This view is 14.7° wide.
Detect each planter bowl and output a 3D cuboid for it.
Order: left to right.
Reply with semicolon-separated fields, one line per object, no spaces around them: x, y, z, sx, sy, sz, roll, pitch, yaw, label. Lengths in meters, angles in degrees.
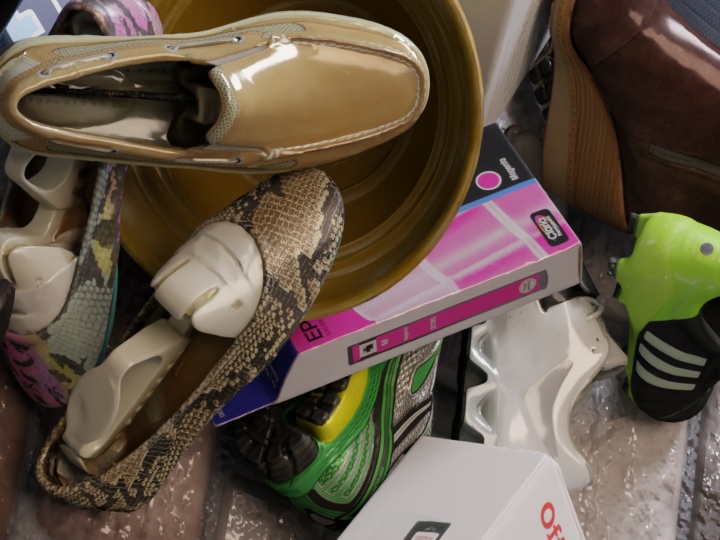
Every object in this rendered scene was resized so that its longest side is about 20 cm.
-0.031;-0.080;1.333;0.201;0.200;0.083;66;15;1;planter bowl

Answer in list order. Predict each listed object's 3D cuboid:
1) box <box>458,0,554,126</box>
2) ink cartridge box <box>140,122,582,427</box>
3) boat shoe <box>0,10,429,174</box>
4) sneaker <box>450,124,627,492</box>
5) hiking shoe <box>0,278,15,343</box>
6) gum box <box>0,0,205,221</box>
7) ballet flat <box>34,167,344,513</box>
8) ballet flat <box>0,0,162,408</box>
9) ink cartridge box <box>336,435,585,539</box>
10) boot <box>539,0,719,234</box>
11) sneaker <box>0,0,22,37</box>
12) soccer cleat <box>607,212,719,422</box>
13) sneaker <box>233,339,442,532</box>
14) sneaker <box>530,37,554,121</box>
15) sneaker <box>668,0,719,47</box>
0.065;-0.189;1.464;0.106;0.152;0.200;26;54;10;box
0.000;0.000;1.367;0.200;0.037;0.095;-23;52;-13;ink cartridge box
-0.061;-0.072;1.224;0.199;0.076;0.072;-7;100;-12;boat shoe
0.096;0.024;1.468;0.088;0.074;0.201;5;77;-1;sneaker
-0.247;0.053;1.227;0.101;0.076;0.200;39;60;12;hiking shoe
-0.123;-0.139;1.393;0.170;0.045;0.200;-34;97;-39;gum box
-0.083;0.035;1.273;0.068;0.200;0.075;49;24;27;ballet flat
-0.142;-0.034;1.285;0.071;0.069;0.201;-2;109;-60;ballet flat
0.031;0.198;1.339;0.200;0.084;0.146;-48;130;-39;ink cartridge box
0.182;-0.101;1.453;0.166;0.200;0.072;16;35;15;boot
-0.214;-0.094;1.228;0.078;0.200;0.089;35;17;-27;sneaker
0.180;0.035;1.484;0.068;0.081;0.200;-64;160;-20;soccer cleat
0.006;0.046;1.419;0.085;0.078;0.200;55;49;-32;sneaker
0.167;-0.074;1.572;0.200;0.078;0.089;55;16;5;sneaker
0.185;-0.191;1.625;0.200;0.073;0.071;44;57;-17;sneaker
